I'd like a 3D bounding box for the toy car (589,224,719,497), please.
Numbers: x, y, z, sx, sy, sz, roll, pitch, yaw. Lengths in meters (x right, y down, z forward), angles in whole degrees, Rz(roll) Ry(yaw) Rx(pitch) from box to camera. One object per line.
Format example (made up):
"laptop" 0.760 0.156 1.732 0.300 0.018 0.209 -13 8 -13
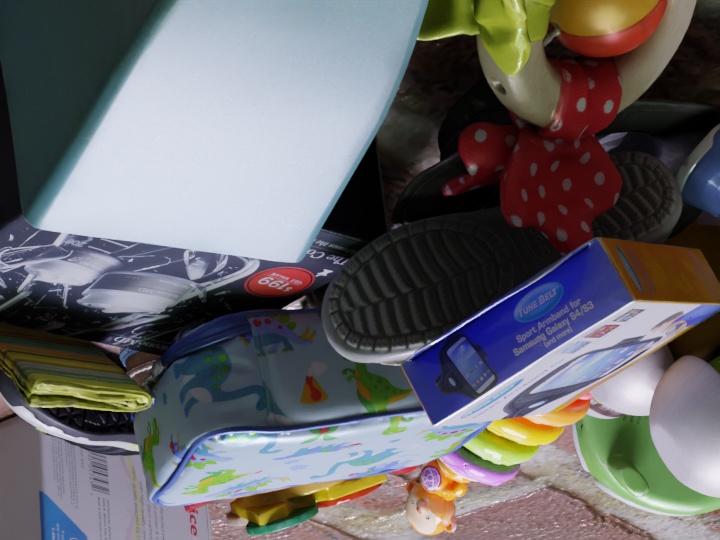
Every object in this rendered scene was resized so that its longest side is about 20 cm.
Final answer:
"toy car" 0.230 0.063 1.129 0.175 0.200 0.150 -29 130 -13

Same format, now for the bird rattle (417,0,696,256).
"bird rattle" 0.102 -0.111 0.922 0.163 0.113 0.200 -41 127 -11

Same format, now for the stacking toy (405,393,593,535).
"stacking toy" 0.082 0.092 1.251 0.110 0.116 0.200 -11 139 -57

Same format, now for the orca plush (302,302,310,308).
"orca plush" 0.022 0.033 1.357 0.105 0.071 0.200 39 138 6

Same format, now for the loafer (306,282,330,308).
"loafer" 0.000 0.000 1.217 0.075 0.070 0.200 -14 152 -2

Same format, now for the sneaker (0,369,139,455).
"sneaker" -0.204 0.102 1.400 0.083 0.072 0.200 -19 153 28

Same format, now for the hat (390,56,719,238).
"hat" 0.105 -0.069 1.089 0.200 0.081 0.201 -12 152 -7

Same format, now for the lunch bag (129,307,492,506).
"lunch bag" -0.029 0.078 1.150 0.199 0.083 0.161 -6 159 -22

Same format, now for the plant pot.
"plant pot" -0.054 -0.125 0.861 0.141 0.142 0.200 8 140 -30

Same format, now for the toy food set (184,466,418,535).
"toy food set" -0.032 0.139 1.444 0.197 0.049 0.200 -18 -174 -16

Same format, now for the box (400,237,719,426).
"box" 0.103 0.031 0.982 0.119 0.042 0.200 -34 167 21

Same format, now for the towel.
"towel" -0.205 0.027 1.119 0.086 0.200 0.018 13 107 -48

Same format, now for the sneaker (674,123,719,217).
"sneaker" 0.269 -0.046 1.065 0.199 0.115 0.081 -26 156 -35

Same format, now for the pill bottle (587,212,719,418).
"pill bottle" 0.217 0.017 1.284 0.109 0.110 0.200 17 146 -42

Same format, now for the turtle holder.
"turtle holder" 0.212 0.119 1.476 0.185 0.142 0.132 -13 174 -9

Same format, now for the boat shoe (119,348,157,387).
"boat shoe" -0.100 0.092 1.402 0.072 0.073 0.200 -23 153 30

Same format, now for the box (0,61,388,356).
"box" -0.119 -0.042 1.064 0.199 0.105 0.182 15 149 -40

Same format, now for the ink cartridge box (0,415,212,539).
"ink cartridge box" -0.208 0.206 1.538 0.084 0.145 0.200 -22 152 30

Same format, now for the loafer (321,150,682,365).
"loafer" 0.077 0.005 1.041 0.199 0.075 0.070 -20 153 3
